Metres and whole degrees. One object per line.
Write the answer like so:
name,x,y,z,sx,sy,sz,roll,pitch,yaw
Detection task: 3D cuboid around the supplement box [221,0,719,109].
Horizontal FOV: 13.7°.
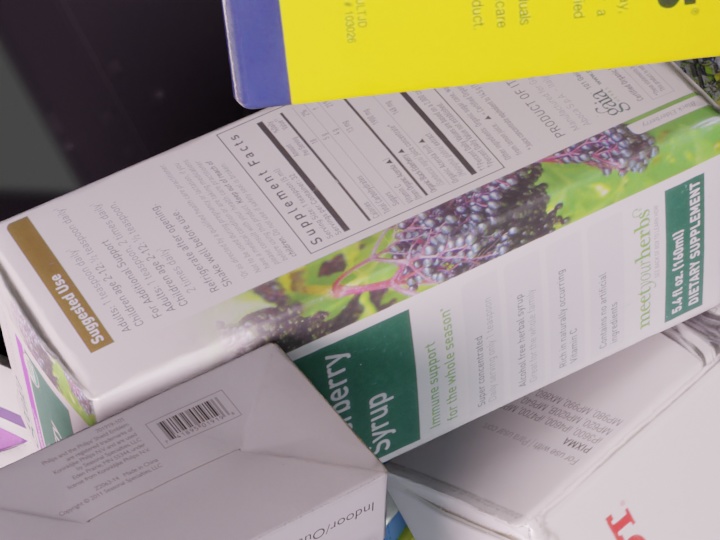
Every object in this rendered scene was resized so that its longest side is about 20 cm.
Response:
supplement box,0.058,-0.125,0.763,0.200,0.109,0.110,-6,131,0

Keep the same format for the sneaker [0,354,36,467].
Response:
sneaker,-0.105,0.089,0.912,0.200,0.073,0.114,21,85,22

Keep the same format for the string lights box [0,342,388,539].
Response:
string lights box,-0.051,0.124,0.817,0.103,0.059,0.200,-25,140,-24

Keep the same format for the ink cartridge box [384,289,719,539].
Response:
ink cartridge box,0.124,0.064,0.929,0.200,0.085,0.146,-40,119,-22

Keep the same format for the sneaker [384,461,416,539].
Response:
sneaker,-0.019,0.097,0.942,0.105,0.076,0.200,12,86,-25

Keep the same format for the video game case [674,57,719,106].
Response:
video game case,0.124,-0.121,0.871,0.181,0.026,0.200,-22,133,12

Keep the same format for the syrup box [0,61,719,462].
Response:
syrup box,0.000,0.000,0.848,0.200,0.081,0.079,-25,138,-17
